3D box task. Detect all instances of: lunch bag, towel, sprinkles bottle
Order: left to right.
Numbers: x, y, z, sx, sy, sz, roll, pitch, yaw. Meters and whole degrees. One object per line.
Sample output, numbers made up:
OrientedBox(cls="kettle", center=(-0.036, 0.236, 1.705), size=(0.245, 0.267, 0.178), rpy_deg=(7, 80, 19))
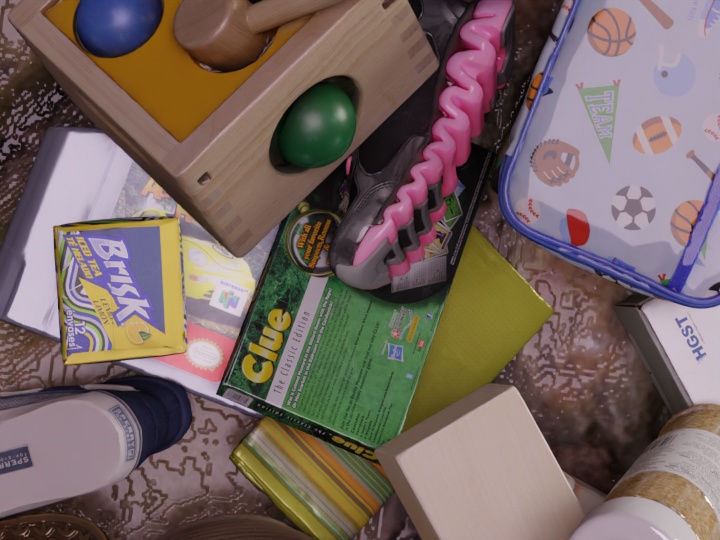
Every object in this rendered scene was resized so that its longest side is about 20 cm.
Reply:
OrientedBox(cls="towel", center=(0.019, 0.065, 1.338), size=(0.086, 0.018, 0.200), rpy_deg=(46, 72, -9))
OrientedBox(cls="sprinkles bottle", center=(0.163, 0.127, 1.216), size=(0.068, 0.200, 0.069), rpy_deg=(5, 105, 20))
OrientedBox(cls="lunch bag", center=(0.172, -0.087, 1.251), size=(0.160, 0.076, 0.201), rpy_deg=(24, 92, 4))

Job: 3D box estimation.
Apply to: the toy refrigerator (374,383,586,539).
OrientedBox(cls="toy refrigerator", center=(0.091, 0.165, 1.240), size=(0.076, 0.070, 0.201), rpy_deg=(-30, 94, -9))

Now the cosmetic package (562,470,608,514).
OrientedBox(cls="cosmetic package", center=(0.145, 0.179, 1.328), size=(0.199, 0.103, 0.088), rpy_deg=(28, 89, -6))

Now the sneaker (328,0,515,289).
OrientedBox(cls="sneaker", center=(0.015, -0.080, 1.307), size=(0.095, 0.079, 0.201), rpy_deg=(20, 62, 11))

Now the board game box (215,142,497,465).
OrientedBox(cls="board game box", center=(0.000, 0.000, 1.314), size=(0.104, 0.023, 0.201), rpy_deg=(25, 65, -9))

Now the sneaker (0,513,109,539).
OrientedBox(cls="sneaker", center=(-0.225, 0.198, 1.309), size=(0.199, 0.090, 0.067), rpy_deg=(-25, 70, -1))

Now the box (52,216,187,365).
OrientedBox(cls="box", center=(-0.123, 0.008, 1.222), size=(0.064, 0.200, 0.070), rpy_deg=(-4, 91, -5))

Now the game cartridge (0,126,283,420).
OrientedBox(cls="game cartridge", center=(-0.104, -0.003, 1.341), size=(0.199, 0.041, 0.134), rpy_deg=(21, 85, -4))

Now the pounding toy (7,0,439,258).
OrientedBox(cls="pounding toy", center=(-0.055, -0.130, 1.235), size=(0.184, 0.142, 0.200), rpy_deg=(-44, 60, -6))

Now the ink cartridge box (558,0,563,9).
OrientedBox(cls="ink cartridge box", center=(0.186, -0.187, 1.336), size=(0.145, 0.085, 0.201), rpy_deg=(-3, 93, -4))

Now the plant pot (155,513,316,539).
OrientedBox(cls="plant pot", center=(-0.072, 0.201, 1.296), size=(0.200, 0.201, 0.093), rpy_deg=(-11, 50, -4))

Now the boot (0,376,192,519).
OrientedBox(cls="boot", center=(-0.195, 0.104, 1.321), size=(0.199, 0.090, 0.073), rpy_deg=(-8, 94, 25))

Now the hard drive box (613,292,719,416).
OrientedBox(cls="hard drive box", center=(0.273, 0.039, 1.348), size=(0.199, 0.077, 0.156), rpy_deg=(-28, 92, -4))

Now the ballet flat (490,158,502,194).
OrientedBox(cls="ballet flat", center=(0.170, -0.044, 1.316), size=(0.199, 0.068, 0.069), rpy_deg=(-9, 66, 18))
